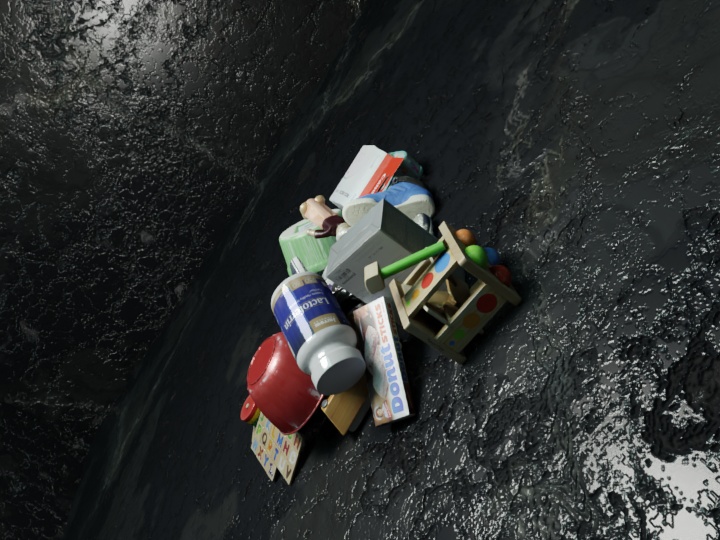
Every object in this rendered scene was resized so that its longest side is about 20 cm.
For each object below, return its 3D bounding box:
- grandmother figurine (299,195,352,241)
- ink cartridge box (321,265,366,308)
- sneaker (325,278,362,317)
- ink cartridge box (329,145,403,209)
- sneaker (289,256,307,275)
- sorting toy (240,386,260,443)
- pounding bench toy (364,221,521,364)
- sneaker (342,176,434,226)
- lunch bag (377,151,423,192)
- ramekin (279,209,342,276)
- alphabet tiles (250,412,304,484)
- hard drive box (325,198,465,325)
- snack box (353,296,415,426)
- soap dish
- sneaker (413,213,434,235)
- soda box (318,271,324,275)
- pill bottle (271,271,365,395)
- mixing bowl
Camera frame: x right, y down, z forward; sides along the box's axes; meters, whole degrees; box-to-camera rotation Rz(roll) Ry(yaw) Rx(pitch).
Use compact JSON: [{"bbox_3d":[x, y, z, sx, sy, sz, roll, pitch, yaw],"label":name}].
[{"bbox_3d":[-0.068,-0.107,1.284,0.120,0.061,0.199,-35,40,-16],"label":"grandmother figurine"},{"bbox_3d":[0.000,0.000,1.255,0.147,0.083,0.199,-63,24,-9],"label":"ink cartridge box"},{"bbox_3d":[-0.008,0.018,1.104,0.087,0.075,0.203,40,100,42],"label":"sneaker"},{"bbox_3d":[0.008,-0.214,1.341,0.165,0.056,0.200,-57,17,-1],"label":"ink cartridge box"},{"bbox_3d":[-0.123,0.072,1.278,0.078,0.203,0.078,-28,-8,2],"label":"sneaker"},{"bbox_3d":[-0.216,0.276,1.381,0.200,0.069,0.201,-48,26,24],"label":"sorting toy"},{"bbox_3d":[0.119,0.009,0.866,0.157,0.198,0.125,-50,25,19],"label":"pounding bench toy"},{"bbox_3d":[0.060,-0.147,1.230,0.194,0.078,0.112,-7,33,8],"label":"sneaker"},{"bbox_3d":[0.061,-0.184,1.360,0.203,0.076,0.160,-62,21,-8],"label":"lunch bag"},{"bbox_3d":[-0.108,-0.074,1.426,0.195,0.100,0.201,-22,17,7],"label":"ramekin"},{"bbox_3d":[-0.175,0.351,1.209,0.199,0.007,0.172,28,104,56],"label":"alphabet tiles"},{"bbox_3d":[0.062,-0.004,0.995,0.155,0.198,0.078,-37,30,37],"label":"hard drive box"},{"bbox_3d":[0.038,0.152,0.964,0.071,0.024,0.205,-27,63,30],"label":"snack box"},{"bbox_3d":[-0.019,0.185,1.082,0.203,0.080,0.157,-59,24,-3],"label":"soap dish"},{"bbox_3d":[0.078,-0.033,1.138,0.204,0.084,0.077,-63,24,-11],"label":"sneaker"},{"bbox_3d":[-0.110,0.091,1.395,0.067,0.063,0.204,-27,40,50],"label":"soda box"},{"bbox_3d":[-0.074,0.109,1.002,0.116,0.114,0.202,-49,51,19],"label":"pill bottle"},{"bbox_3d":[-0.147,0.194,1.091,0.200,0.107,0.203,-44,27,29],"label":"mixing bowl"}]
